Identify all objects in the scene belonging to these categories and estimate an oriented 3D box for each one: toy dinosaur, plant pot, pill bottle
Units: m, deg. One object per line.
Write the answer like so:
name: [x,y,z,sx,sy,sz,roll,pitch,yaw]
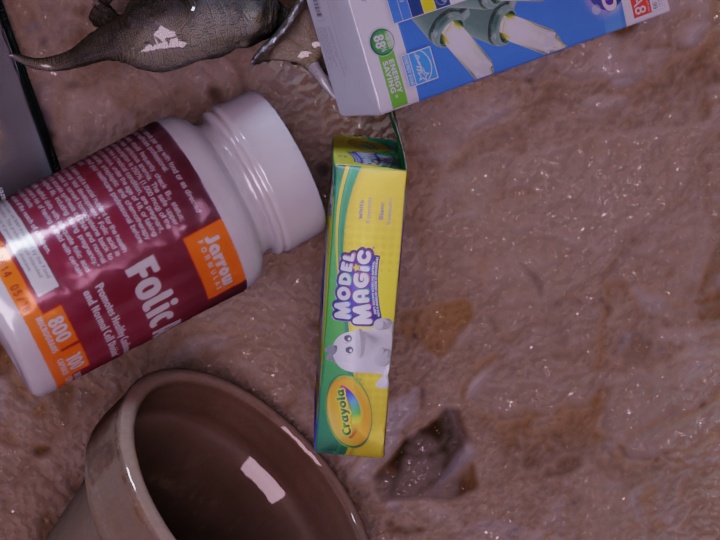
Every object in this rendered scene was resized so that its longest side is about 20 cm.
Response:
toy dinosaur: [-0.101,-0.148,1.228,0.200,0.102,0.077,-3,115,-21]
plant pot: [-0.119,0.187,1.285,0.200,0.200,0.175,45,115,-9]
pill bottle: [-0.129,-0.020,1.247,0.200,0.114,0.114,-28,101,-11]

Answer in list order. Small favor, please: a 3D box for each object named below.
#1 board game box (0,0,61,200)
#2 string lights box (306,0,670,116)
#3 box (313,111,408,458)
board game box: [-0.262,-0.081,1.293,0.135,0.028,0.200,-17,102,4]
string lights box: [0.071,-0.168,1.222,0.200,0.059,0.103,-22,103,-22]
box: [0.000,0.000,1.267,0.048,0.117,0.200,6,101,-2]
